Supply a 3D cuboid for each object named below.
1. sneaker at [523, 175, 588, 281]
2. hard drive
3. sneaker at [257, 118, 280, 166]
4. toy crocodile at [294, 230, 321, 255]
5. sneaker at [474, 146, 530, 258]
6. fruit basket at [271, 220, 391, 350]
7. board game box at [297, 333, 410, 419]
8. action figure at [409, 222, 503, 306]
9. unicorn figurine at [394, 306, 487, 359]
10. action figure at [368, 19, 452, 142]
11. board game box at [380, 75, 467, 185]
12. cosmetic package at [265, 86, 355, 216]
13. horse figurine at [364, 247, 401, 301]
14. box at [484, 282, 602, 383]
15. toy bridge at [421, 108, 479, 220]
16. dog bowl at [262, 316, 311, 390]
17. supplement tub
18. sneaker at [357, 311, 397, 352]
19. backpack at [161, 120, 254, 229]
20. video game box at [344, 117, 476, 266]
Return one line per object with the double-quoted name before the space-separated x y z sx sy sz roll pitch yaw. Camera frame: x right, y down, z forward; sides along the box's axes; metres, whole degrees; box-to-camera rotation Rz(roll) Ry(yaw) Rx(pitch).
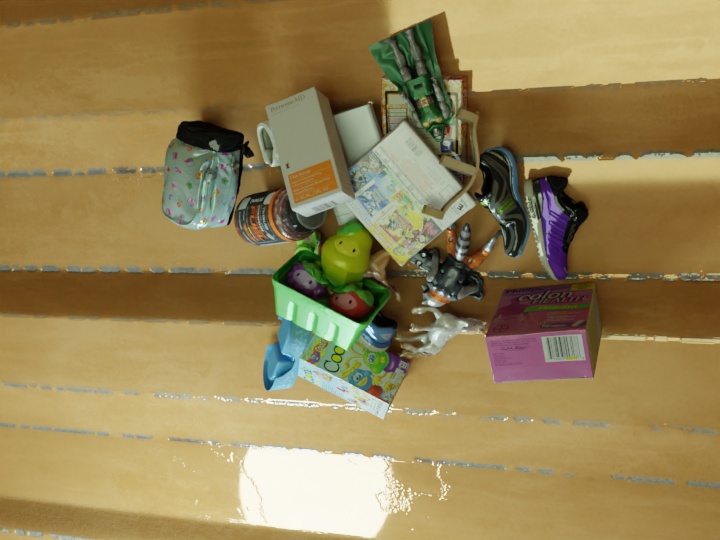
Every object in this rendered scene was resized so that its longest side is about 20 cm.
"sneaker" 0.361 -0.077 1.588 0.099 0.070 0.200 -12 109 19
"hard drive" -0.011 -0.194 1.635 0.132 0.027 0.200 -15 105 18
"sneaker" -0.123 -0.201 1.671 0.074 0.116 0.200 -18 103 52
"toy crocodile" -0.103 -0.015 1.784 0.062 0.068 0.200 6 118 -3
"sneaker" 0.246 -0.118 1.584 0.083 0.071 0.200 -15 93 -18
"fruit basket" -0.045 0.014 1.642 0.215 0.156 0.216 12 121 21
"board game box" -0.014 0.200 1.804 0.200 0.103 0.105 27 154 7
"action figure" 0.155 -0.020 1.671 0.200 0.105 0.194 24 109 7
"unicorn figurine" 0.154 0.119 1.732 0.137 0.074 0.200 10 157 -18
"action figure" 0.104 -0.315 1.535 0.118 0.055 0.200 -19 105 21
"board game box" 0.116 -0.252 1.611 0.151 0.046 0.200 6 114 18
"cosmetic package" -0.088 -0.207 1.566 0.101 0.071 0.200 -19 77 15
"horse figurine" 0.000 0.000 1.735 0.200 0.050 0.133 7 141 25
"box" 0.335 0.110 1.604 0.176 0.200 0.097 -6 110 22
"toy bridge" 0.171 -0.182 1.547 0.067 0.027 0.200 20 91 -12
"dog bowl" -0.152 0.165 1.859 0.050 0.112 0.200 10 121 -21
"supplement tub" -0.150 -0.105 1.696 0.200 0.107 0.107 -6 113 52
"sneaker" -0.013 0.074 1.755 0.200 0.079 0.089 31 123 -4
"backpack" -0.306 -0.179 1.717 0.167 0.127 0.200 26 112 42
"video game box" 0.077 -0.139 1.599 0.182 0.047 0.200 -39 100 14
